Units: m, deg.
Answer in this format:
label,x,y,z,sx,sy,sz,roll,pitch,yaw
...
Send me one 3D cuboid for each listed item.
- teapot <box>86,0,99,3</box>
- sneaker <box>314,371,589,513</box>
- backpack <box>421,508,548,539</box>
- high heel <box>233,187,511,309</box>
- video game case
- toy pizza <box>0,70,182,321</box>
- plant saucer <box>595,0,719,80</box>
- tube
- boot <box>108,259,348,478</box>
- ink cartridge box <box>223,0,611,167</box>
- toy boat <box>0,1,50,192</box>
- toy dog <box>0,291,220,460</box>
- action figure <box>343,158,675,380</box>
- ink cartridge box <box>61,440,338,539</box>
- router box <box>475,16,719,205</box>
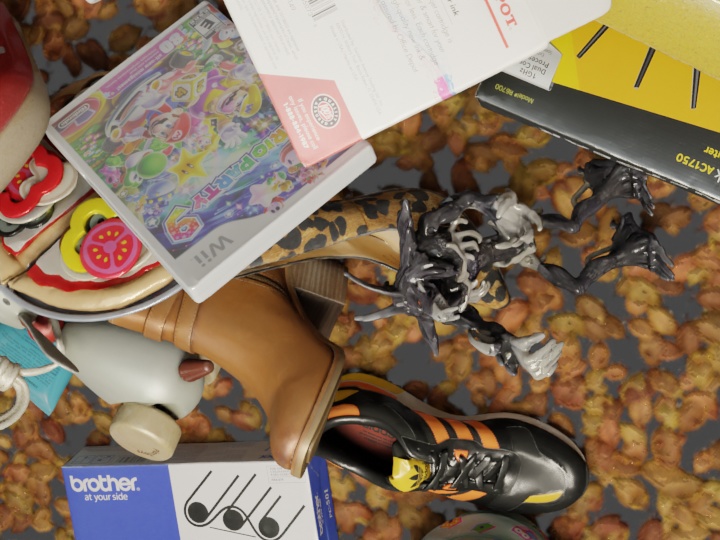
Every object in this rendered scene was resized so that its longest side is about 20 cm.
label,x,y,z,sx,sy,sz,roll,pitch,yaw
teapot,-0.067,-0.248,1.011,0.195,0.146,0.202,15,112,12
sneaker,0.056,0.134,1.130,0.198,0.090,0.071,16,112,12
backpack,0.104,0.269,1.142,0.166,0.127,0.201,-35,94,12
high heel,0.000,0.000,1.067,0.199,0.143,0.071,36,142,-7
video game case,-0.101,-0.082,1.046,0.143,0.018,0.200,-39,51,-10
toy pizza,-0.169,-0.059,1.096,0.198,0.202,0.032,3,151,16
plant saucer,0.258,-0.199,0.937,0.198,0.048,0.202,27,89,7
tube,-0.211,0.021,1.203,0.077,0.050,0.200,41,119,0
boot,-0.090,0.047,1.077,0.153,0.201,0.074,15,125,-9
ink cartridge box,0.033,-0.157,0.949,0.198,0.068,0.117,-25,98,7
toy boat,-0.291,-0.121,1.085,0.131,0.200,0.130,-46,129,11
toy dog,-0.176,0.049,1.130,0.198,0.133,0.096,15,152,-27
action figure,0.094,-0.003,1.025,0.198,0.102,0.120,-21,117,-10
ink cartridge box,-0.120,0.180,1.225,0.198,0.044,0.095,-4,105,19
router box,0.188,-0.133,0.995,0.198,0.051,0.151,23,92,8
